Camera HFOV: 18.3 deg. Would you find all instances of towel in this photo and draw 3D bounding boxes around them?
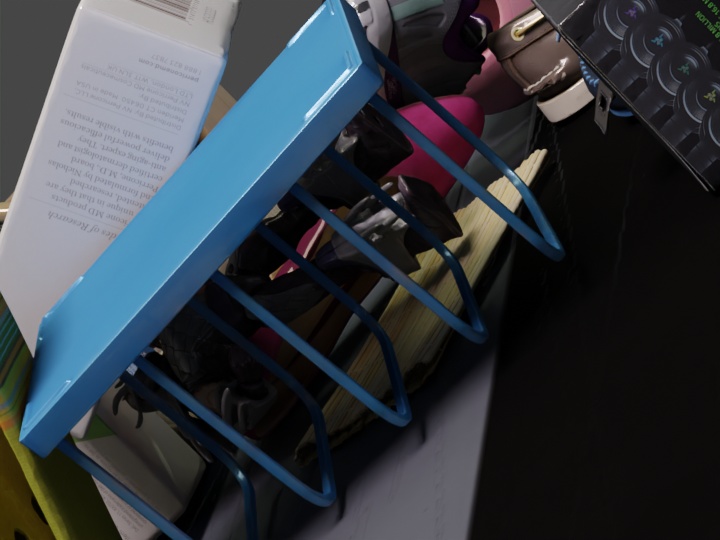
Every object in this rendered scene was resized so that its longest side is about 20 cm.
[{"bbox_3d":[-0.134,0.078,0.931,0.018,0.200,0.086,-24,11,4],"label":"towel"}]

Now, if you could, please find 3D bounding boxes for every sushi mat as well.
[{"bbox_3d":[0.031,0.014,1.056,0.096,0.012,0.200,-37,12,35],"label":"sushi mat"}]

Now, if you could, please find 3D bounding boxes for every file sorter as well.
[{"bbox_3d":[-0.028,0.009,0.931,0.200,0.123,0.139,-48,16,11],"label":"file sorter"}]

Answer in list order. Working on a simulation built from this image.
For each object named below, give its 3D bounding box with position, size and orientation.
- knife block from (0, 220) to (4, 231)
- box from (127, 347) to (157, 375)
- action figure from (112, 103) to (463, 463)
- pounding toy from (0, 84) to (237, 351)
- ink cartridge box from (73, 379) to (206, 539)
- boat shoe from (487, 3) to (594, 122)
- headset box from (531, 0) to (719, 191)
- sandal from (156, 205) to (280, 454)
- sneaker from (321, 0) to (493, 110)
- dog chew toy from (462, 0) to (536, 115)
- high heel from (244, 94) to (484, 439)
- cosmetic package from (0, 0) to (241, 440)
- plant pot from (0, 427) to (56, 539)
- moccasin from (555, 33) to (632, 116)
[{"bbox_3d":[-0.144,0.000,1.380,0.200,0.175,0.064,-174,85,-77],"label":"knife block"},{"bbox_3d":[-0.175,0.061,1.341,0.038,0.137,0.200,-49,10,-22],"label":"box"},{"bbox_3d":[-0.051,0.007,1.085,0.200,0.130,0.069,-41,-31,17],"label":"action figure"},{"bbox_3d":[-0.174,-0.045,1.590,0.184,0.200,0.142,-38,12,36],"label":"pounding toy"},{"bbox_3d":[-0.193,0.134,1.163,0.200,0.117,0.067,-41,9,14],"label":"ink cartridge box"},{"bbox_3d":[0.153,-0.166,1.164,0.200,0.060,0.072,-44,9,3],"label":"boat shoe"},{"bbox_3d":[0.161,-0.136,0.906,0.200,0.093,0.174,-44,10,7],"label":"headset box"},{"bbox_3d":[-0.068,0.015,1.232,0.082,0.055,0.200,18,53,28],"label":"sandal"},{"bbox_3d":[0.036,-0.090,1.200,0.087,0.074,0.200,-23,-28,-9],"label":"sneaker"},{"bbox_3d":[0.074,-0.162,1.320,0.125,0.125,0.200,-41,3,20],"label":"dog chew toy"},{"bbox_3d":[0.000,0.000,1.137,0.200,0.067,0.096,-46,39,12],"label":"high heel"},{"bbox_3d":[-0.123,-0.036,1.040,0.101,0.071,0.200,-87,18,-67],"label":"cosmetic package"},{"bbox_3d":[-0.215,0.163,0.967,0.176,0.200,0.200,-32,12,10],"label":"plant pot"},{"bbox_3d":[0.122,-0.162,1.083,0.080,0.068,0.200,-23,43,28],"label":"moccasin"}]
